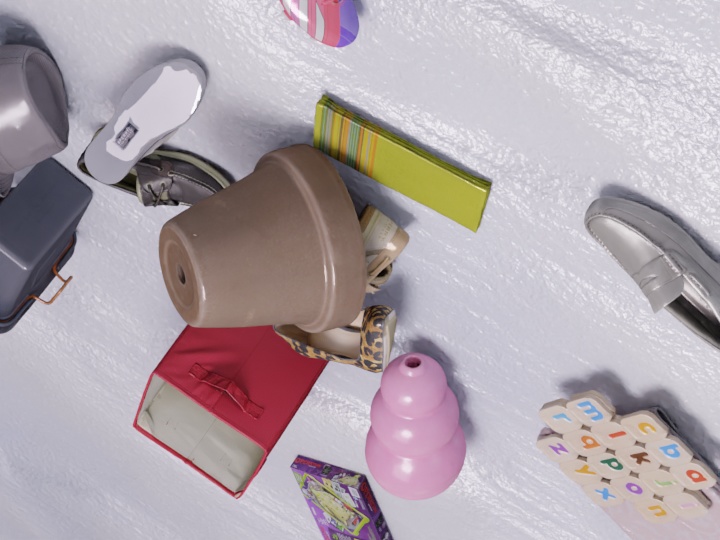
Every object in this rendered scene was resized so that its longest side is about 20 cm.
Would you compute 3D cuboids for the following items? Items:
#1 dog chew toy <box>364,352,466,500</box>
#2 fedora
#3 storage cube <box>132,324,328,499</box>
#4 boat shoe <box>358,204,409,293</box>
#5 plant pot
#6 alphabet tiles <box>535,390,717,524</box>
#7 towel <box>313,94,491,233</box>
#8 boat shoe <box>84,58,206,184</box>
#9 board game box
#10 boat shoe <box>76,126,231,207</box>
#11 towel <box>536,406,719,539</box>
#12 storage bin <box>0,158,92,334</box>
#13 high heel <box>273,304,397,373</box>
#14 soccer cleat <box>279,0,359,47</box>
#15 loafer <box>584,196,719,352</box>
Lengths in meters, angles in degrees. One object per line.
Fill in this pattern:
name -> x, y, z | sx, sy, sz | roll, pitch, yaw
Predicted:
dog chew toy -> 0.064, 0.179, 1.930 | 0.123, 0.125, 0.201 | 19, 137, 24
fedora -> -0.390, -0.186, 1.870 | 0.089, 0.178, 0.201 | -6, 138, 7
storage cube -> -0.156, 0.143, 2.028 | 0.170, 0.180, 0.200 | 34, 148, 2
boat shoe -> 0.000, 0.000, 1.792 | 0.064, 0.072, 0.200 | 28, 154, -3
plant pot -> -0.113, -0.015, 1.709 | 0.200, 0.173, 0.202 | 43, 142, 47
alphabet tiles -> 0.290, 0.207, 1.784 | 0.200, 0.015, 0.195 | 44, 147, -14
towel -> 0.040, -0.109, 1.666 | 0.199, 0.018, 0.086 | 28, 153, 10
boat shoe -> -0.229, -0.171, 1.791 | 0.072, 0.066, 0.200 | 41, 127, -4
board game box -> -0.020, 0.348, 2.314 | 0.119, 0.032, 0.201 | 9, 139, 29
boat shoe -> -0.239, -0.103, 1.889 | 0.199, 0.066, 0.072 | 23, 146, 20
towel -> 0.323, 0.236, 1.836 | 0.200, 0.032, 0.190 | 46, 146, -17
storage bin -> -0.419, -0.036, 2.041 | 0.145, 0.201, 0.134 | 39, 139, -7
high heel -> -0.032, 0.069, 1.856 | 0.141, 0.072, 0.200 | 13, 167, 0
soccer cleat -> -0.052, -0.288, 1.473 | 0.076, 0.067, 0.201 | -10, 124, 44
loafer -> 0.291, 0.006, 1.524 | 0.199, 0.070, 0.070 | 35, 149, 1
